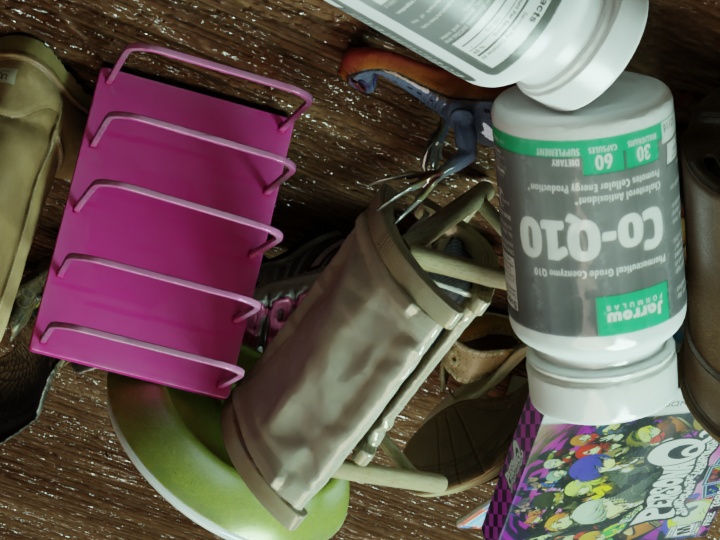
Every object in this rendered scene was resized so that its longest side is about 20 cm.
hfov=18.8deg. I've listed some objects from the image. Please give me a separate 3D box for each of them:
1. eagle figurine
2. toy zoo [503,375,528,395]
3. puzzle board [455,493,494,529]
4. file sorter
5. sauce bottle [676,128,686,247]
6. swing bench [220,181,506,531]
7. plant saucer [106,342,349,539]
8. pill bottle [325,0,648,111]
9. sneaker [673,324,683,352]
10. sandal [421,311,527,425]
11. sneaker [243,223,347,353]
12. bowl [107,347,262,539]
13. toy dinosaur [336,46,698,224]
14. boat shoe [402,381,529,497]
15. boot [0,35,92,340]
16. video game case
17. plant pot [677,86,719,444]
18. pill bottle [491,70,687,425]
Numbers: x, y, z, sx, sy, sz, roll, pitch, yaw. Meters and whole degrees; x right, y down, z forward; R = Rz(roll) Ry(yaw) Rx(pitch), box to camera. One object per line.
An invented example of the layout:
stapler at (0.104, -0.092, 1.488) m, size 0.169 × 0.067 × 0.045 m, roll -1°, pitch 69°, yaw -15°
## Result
eagle figurine at (-0.253, 0.057, 1.758) m, size 0.151 × 0.151 × 0.200 m, roll 2°, pitch 142°, yaw -7°
toy zoo at (0.178, 0.132, 1.812) m, size 0.131 × 0.021 × 0.200 m, roll 15°, pitch 166°, yaw 2°
puzzle board at (0.190, 0.166, 1.707) m, size 0.150 × 0.017 × 0.200 m, roll 7°, pitch 147°, yaw -36°
file sorter at (-0.122, -0.033, 1.432) m, size 0.139 × 0.201 × 0.125 m, roll 15°, pitch 169°, yaw -10°
sauce bottle at (0.195, -0.027, 1.522) m, size 0.066 × 0.066 × 0.200 m, roll 12°, pitch 154°, yaw -5°
swing bench at (0.019, 0.052, 1.481) m, size 0.199 × 0.130 × 0.200 m, roll -52°, pitch 155°, yaw 24°
plant saucer at (-0.084, 0.108, 1.525) m, size 0.200 × 0.200 × 0.031 m, roll 25°, pitch 120°, yaw -26°
pill bottle at (0.059, -0.174, 1.235) m, size 0.200 × 0.116 × 0.116 m, roll 27°, pitch 147°, yaw -29°
sneaker at (0.264, 0.078, 1.672) m, size 0.076 × 0.081 × 0.200 m, roll 21°, pitch 151°, yaw -23°
sandal at (0.103, 0.051, 1.714) m, size 0.070 × 0.078 × 0.212 m, roll 50°, pitch 134°, yaw -6°
sneaker at (0.000, 0.000, 1.630) m, size 0.199 × 0.088 × 0.074 m, roll -15°, pitch 128°, yaw -1°
bowl at (-0.086, 0.109, 1.660) m, size 0.201 × 0.201 × 0.090 m, roll 27°, pitch 118°, yaw -29°
toy dinosaur at (0.082, -0.109, 1.429) m, size 0.181 × 0.200 × 0.105 m, roll 44°, pitch -179°, yaw -16°
boat shoe at (0.124, 0.130, 1.689) m, size 0.200 × 0.072 × 0.072 m, roll -30°, pitch 141°, yaw 25°
boot at (-0.232, -0.034, 1.492) m, size 0.066 × 0.201 × 0.175 m, roll -3°, pitch 148°, yaw 31°
video game case at (0.196, 0.136, 1.600) m, size 0.181 × 0.036 × 0.200 m, roll -4°, pitch 140°, yaw -16°
plant pot at (0.287, -0.014, 1.371) m, size 0.200 × 0.201 × 0.199 m, roll -1°, pitch 132°, yaw 18°
pill bottle at (0.144, -0.014, 1.349) m, size 0.113 × 0.113 × 0.201 m, roll 0°, pitch 112°, yaw 18°
